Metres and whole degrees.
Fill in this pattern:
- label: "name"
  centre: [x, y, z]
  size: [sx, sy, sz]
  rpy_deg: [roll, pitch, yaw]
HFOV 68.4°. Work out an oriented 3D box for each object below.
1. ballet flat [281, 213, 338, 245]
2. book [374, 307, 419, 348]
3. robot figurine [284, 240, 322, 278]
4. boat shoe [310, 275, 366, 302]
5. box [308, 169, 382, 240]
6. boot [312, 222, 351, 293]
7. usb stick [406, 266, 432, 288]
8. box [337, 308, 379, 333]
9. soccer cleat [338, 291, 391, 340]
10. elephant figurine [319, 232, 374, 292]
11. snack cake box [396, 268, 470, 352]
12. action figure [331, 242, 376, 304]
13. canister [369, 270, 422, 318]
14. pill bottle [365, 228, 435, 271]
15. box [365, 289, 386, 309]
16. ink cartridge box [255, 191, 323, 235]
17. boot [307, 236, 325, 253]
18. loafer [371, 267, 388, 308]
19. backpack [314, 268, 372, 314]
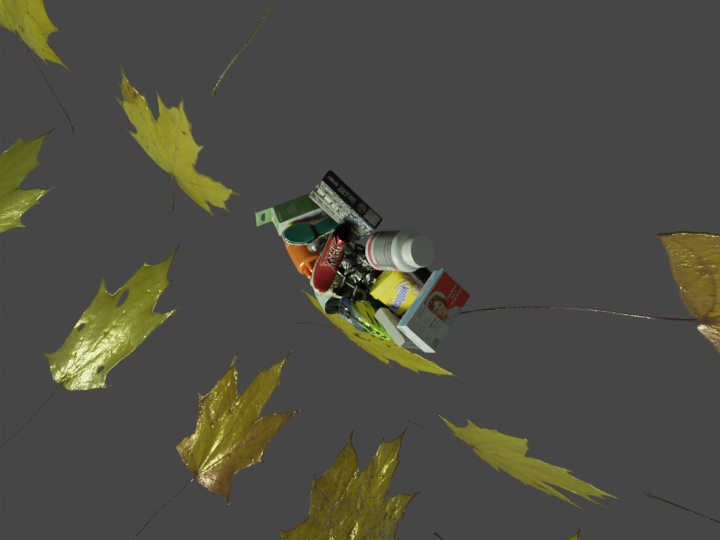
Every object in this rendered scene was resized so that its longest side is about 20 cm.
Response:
- label: "ballet flat"
  centre: [-0.149, -0.119, 1.616]
  size: [0.077, 0.197, 0.064]
  rpy_deg: [70, 157, 5]
- label: "book"
  centre: [0.141, 0.183, 1.641]
  size: [0.199, 0.048, 0.134]
  rpy_deg: [17, -151, -55]
- label: "robot figurine"
  centre: [-0.196, -0.069, 1.874]
  size: [0.202, 0.116, 0.144]
  rpy_deg: [59, -173, 22]
- label: "boat shoe"
  centre: [-0.073, 0.054, 1.712]
  size: [0.197, 0.073, 0.065]
  rpy_deg: [23, 173, 10]
- label: "box"
  centre: [-0.045, -0.178, 1.497]
  size: [0.199, 0.049, 0.161]
  rpy_deg: [41, 160, -8]
- label: "boot"
  centre: [-0.083, -0.035, 1.518]
  size: [0.071, 0.203, 0.144]
  rpy_deg: [21, 170, -7]
- label: "usb stick"
  centre: [0.199, 0.037, 1.529]
  size: [0.200, 0.056, 0.032]
  rpy_deg: [44, 159, -16]
- label: "box"
  centre: [0.034, 0.170, 1.775]
  size: [0.155, 0.052, 0.200]
  rpy_deg: [9, 163, 26]
- label: "soccer cleat"
  centre: [0.023, 0.138, 1.633]
  size: [0.199, 0.084, 0.065]
  rpy_deg: [35, 157, 9]
- label: "elephant figurine"
  centre: [-0.035, -0.022, 1.701]
  size: [0.140, 0.157, 0.201]
  rpy_deg: [-21, 123, 33]
- label: "snack cake box"
  centre: [0.203, 0.110, 1.463]
  size: [0.115, 0.201, 0.067]
  rpy_deg: [40, 162, -11]
- label: "action figure"
  centre: [0.000, 0.000, 1.576]
  size: [0.118, 0.202, 0.102]
  rpy_deg: [31, -167, 4]
- label: "canister"
  centre: [0.148, 0.076, 1.604]
  size: [0.199, 0.087, 0.149]
  rpy_deg: [39, 124, -9]
- label: "pill bottle"
  centre: [0.107, -0.053, 1.404]
  size: [0.111, 0.111, 0.199]
  rpy_deg: [46, 160, -23]
- label: "box"
  centre: [0.096, 0.132, 1.837]
  size: [0.199, 0.049, 0.083]
  rpy_deg: [36, -164, -43]
- label: "ink cartridge box"
  centre: [-0.214, -0.164, 1.607]
  size: [0.060, 0.197, 0.104]
  rpy_deg: [65, 165, 11]
- label: "boot"
  centre: [-0.186, -0.142, 1.709]
  size: [0.132, 0.070, 0.200]
  rpy_deg: [46, -174, -27]
- label: "loafer"
  centre: [0.101, 0.062, 1.738]
  size: [0.202, 0.070, 0.073]
  rpy_deg: [62, -160, -12]
- label: "backpack"
  centre: [-0.065, 0.054, 1.838]
  size: [0.154, 0.199, 0.176]
  rpy_deg: [50, 168, 21]
